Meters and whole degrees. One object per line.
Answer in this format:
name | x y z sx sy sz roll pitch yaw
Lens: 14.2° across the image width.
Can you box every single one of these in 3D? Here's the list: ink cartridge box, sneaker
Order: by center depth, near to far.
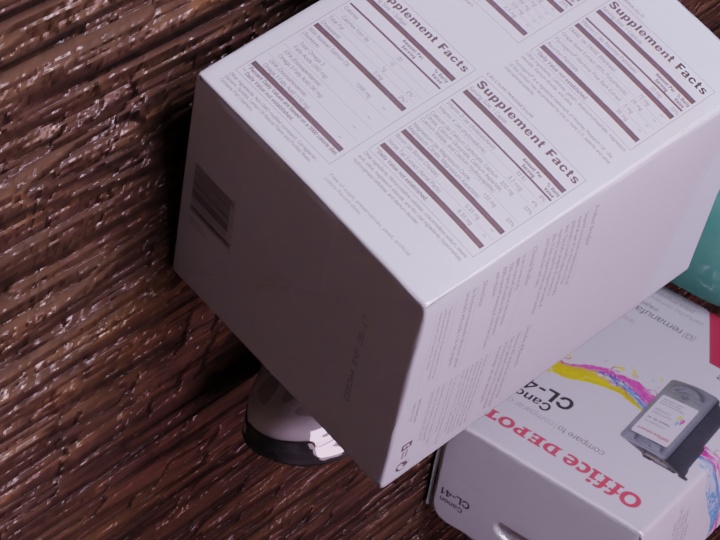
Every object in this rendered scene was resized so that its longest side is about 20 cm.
sneaker | 0.000 0.000 1.431 0.201 0.076 0.116 -50 148 -40
ink cartridge box | 0.159 0.102 1.760 0.200 0.147 0.086 -38 149 -42

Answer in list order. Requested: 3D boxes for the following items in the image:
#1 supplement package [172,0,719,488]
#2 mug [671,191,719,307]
supplement package | 0.043 -0.042 1.282 0.200 0.151 0.152 -34 157 -26
mug | 0.255 -0.058 1.802 0.185 0.114 0.152 -39 150 -39
